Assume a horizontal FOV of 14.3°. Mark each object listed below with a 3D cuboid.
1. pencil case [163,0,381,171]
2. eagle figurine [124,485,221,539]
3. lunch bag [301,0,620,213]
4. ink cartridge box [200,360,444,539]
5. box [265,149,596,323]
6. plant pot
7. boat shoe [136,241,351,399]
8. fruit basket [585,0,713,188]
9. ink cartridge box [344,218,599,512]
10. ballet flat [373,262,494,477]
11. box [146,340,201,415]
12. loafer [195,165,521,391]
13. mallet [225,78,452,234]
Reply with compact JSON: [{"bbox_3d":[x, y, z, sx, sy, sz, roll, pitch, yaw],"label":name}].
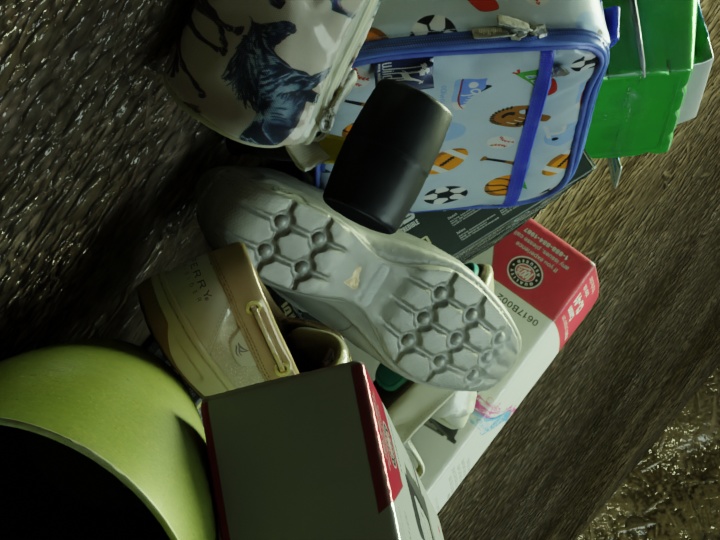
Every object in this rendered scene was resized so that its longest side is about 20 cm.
[{"bbox_3d":[-0.013,-0.146,1.254,0.078,0.089,0.201,-38,159,-58],"label":"pencil case"},{"bbox_3d":[-0.113,0.196,1.446,0.151,0.151,0.201,-30,140,-41],"label":"eagle figurine"},{"bbox_3d":[0.048,-0.094,1.448,0.200,0.159,0.076,102,-16,-67],"label":"lunch bag"},{"bbox_3d":[-0.004,0.153,1.357,0.083,0.146,0.200,-15,152,6],"label":"ink cartridge box"},{"bbox_3d":[0.019,-0.007,1.610,0.199,0.044,0.160,-31,177,-22],"label":"box"},{"bbox_3d":[-0.140,0.113,1.319,0.188,0.186,0.200,-60,-178,23],"label":"plant pot"},{"bbox_3d":[-0.034,0.057,1.430,0.066,0.074,0.200,-32,138,9],"label":"boat shoe"},{"bbox_3d":[0.143,-0.172,1.610,0.185,0.093,0.201,94,-4,-66],"label":"fruit basket"},{"bbox_3d":[0.032,0.044,1.769,0.200,0.147,0.086,-53,168,-11],"label":"ink cartridge box"},{"bbox_3d":[0.025,0.085,1.679,0.200,0.069,0.069,-48,168,6],"label":"ballet flat"},{"bbox_3d":[-0.145,0.137,1.595,0.200,0.049,0.161,-50,168,-20],"label":"box"},{"bbox_3d":[0.000,0.000,1.477,0.070,0.200,0.070,-53,-150,7],"label":"loafer"},{"bbox_3d":[-0.016,-0.067,1.363,0.066,0.041,0.200,-60,-156,0],"label":"mallet"}]
